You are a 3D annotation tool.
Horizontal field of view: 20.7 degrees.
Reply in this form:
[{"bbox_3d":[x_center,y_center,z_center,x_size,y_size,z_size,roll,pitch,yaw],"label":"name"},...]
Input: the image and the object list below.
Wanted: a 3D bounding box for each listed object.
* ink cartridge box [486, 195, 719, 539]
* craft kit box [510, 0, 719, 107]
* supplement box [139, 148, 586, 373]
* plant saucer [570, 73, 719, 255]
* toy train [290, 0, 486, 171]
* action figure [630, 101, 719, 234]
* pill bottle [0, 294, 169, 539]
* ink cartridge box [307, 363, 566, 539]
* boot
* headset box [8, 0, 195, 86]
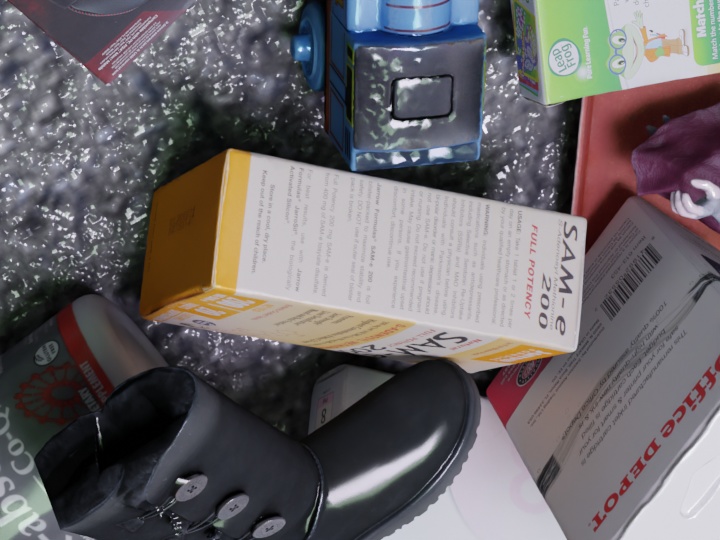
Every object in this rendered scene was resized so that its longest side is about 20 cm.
[{"bbox_3d":[0.160,0.070,1.027,0.084,0.200,0.145,30,104,-22],"label":"ink cartridge box"},{"bbox_3d":[0.168,-0.199,1.009,0.196,0.048,0.201,-11,105,-16],"label":"craft kit box"},{"bbox_3d":[0.000,0.000,1.020,0.199,0.126,0.074,10,78,-21],"label":"supplement box"},{"bbox_3d":[0.207,-0.066,1.115,0.198,0.037,0.201,-5,117,-16],"label":"plant saucer"},{"bbox_3d":[0.017,-0.150,0.966,0.086,0.114,0.201,-6,117,-16],"label":"toy train"},{"bbox_3d":[0.220,-0.026,1.001,0.134,0.200,0.149,-32,115,-6],"label":"action figure"},{"bbox_3d":[-0.184,0.114,1.030,0.200,0.116,0.116,-37,120,2],"label":"pill bottle"},{"bbox_3d":[0.045,0.167,1.104,0.162,0.201,0.057,15,153,-24],"label":"ink cartridge box"},{"bbox_3d":[-0.043,0.083,0.970,0.165,0.066,0.200,-48,141,5],"label":"boot"},{"bbox_3d":[-0.121,-0.190,0.895,0.149,0.075,0.200,-42,142,4],"label":"headset box"}]
